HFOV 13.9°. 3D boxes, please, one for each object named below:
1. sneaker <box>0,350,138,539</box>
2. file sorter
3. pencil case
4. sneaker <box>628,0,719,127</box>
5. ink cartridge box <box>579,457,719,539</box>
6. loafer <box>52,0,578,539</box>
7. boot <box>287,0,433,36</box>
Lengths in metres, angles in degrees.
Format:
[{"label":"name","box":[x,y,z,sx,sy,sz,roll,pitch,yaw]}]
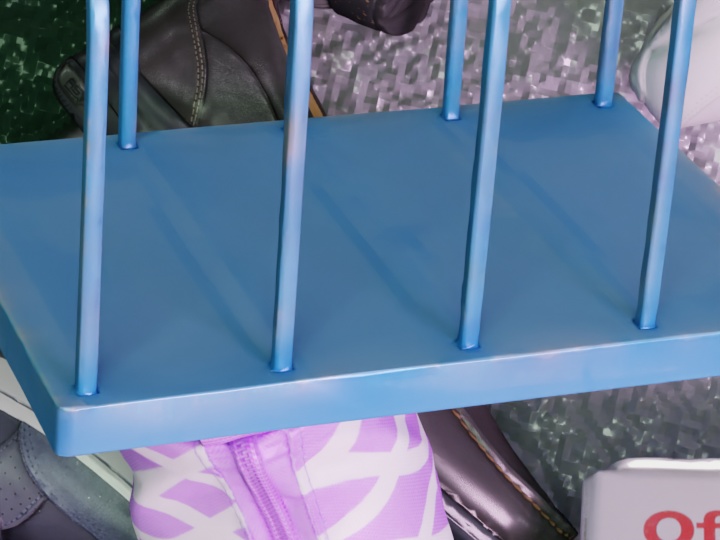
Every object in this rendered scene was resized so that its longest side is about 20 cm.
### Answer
[{"label":"sneaker","box":[-0.149,0.079,0.814,0.202,0.077,0.146,28,68,14]},{"label":"file sorter","box":[0.006,-0.052,0.710,0.199,0.139,0.123,-6,118,-20]},{"label":"pencil case","box":[-0.009,0.097,0.769,0.084,0.086,0.201,-13,117,11]},{"label":"sneaker","box":[0.175,-0.064,0.810,0.199,0.078,0.100,-18,90,5]},{"label":"ink cartridge box","box":[0.128,0.155,0.758,0.146,0.083,0.201,1,54,5]},{"label":"loafer","box":[0.000,0.000,0.826,0.072,0.073,0.200,-40,87,-2]},{"label":"boot","box":[-0.018,-0.171,0.826,0.131,0.070,0.201,17,73,15]}]
